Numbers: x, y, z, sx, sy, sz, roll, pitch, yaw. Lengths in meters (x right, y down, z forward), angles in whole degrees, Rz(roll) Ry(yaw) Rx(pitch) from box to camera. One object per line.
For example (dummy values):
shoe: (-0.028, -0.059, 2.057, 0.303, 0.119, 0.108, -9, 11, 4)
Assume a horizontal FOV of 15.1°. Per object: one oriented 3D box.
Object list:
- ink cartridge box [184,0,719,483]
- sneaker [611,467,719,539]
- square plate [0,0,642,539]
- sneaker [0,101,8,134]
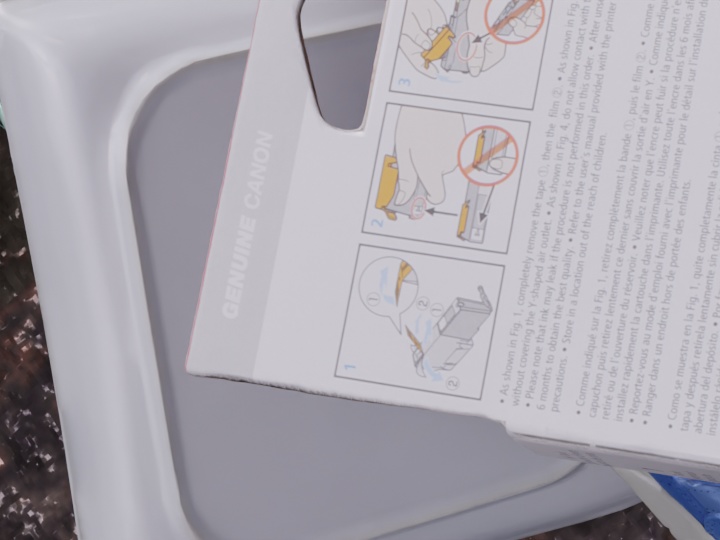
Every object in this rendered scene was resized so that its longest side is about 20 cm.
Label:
ink cartridge box: (0.061, -0.053, 0.697, 0.175, 0.045, 0.201, 8, 81, 18)
sneaker: (0.118, 0.034, 0.748, 0.200, 0.111, 0.077, 40, 67, 8)
square plate: (0.000, 0.000, 0.808, 0.028, 0.197, 0.201, 15, 116, 62)
sneaker: (-0.047, -0.051, 0.833, 0.200, 0.118, 0.074, 37, 143, -9)
